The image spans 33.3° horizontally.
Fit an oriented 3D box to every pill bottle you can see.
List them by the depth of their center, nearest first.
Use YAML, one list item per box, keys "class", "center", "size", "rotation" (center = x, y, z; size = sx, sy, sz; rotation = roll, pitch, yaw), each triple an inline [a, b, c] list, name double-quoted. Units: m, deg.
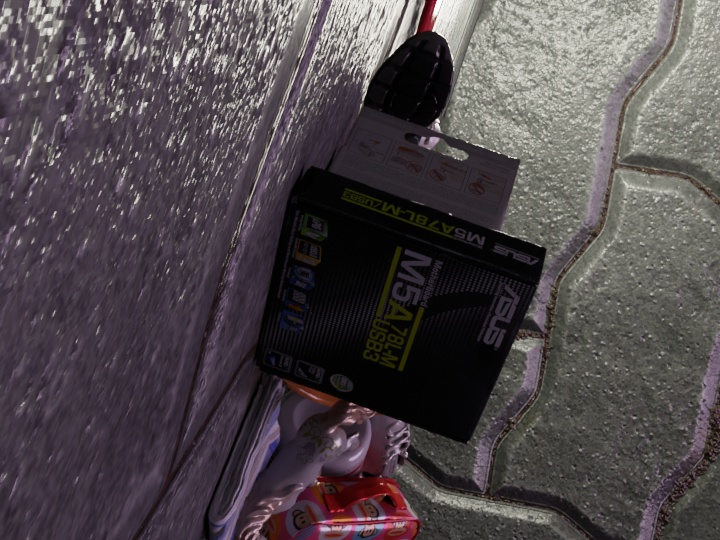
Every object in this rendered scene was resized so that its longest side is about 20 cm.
- class: "pill bottle"
  center: [-0.060, 0.231, 1.362]
  size: [0.113, 0.111, 0.201]
  rotation: [-67, 174, -47]

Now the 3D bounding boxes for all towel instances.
- class: "towel"
  center: [-0.108, 0.194, 1.141]
  size: [0.200, 0.024, 0.148]
  rotation: [102, 9, -65]

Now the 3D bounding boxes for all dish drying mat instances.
- class: "dish drying mat"
  center: [0.085, -0.317, 1.400]
  size: [0.077, 0.018, 0.201]
  rotation: [-64, 174, -56]

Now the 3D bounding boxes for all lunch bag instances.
- class: "lunch bag"
  center: [-0.034, 0.281, 1.271]
  size: [0.199, 0.082, 0.177]
  rotation: [12, 125, -46]

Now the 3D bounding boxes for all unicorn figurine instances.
- class: "unicorn figurine"
  center: [-0.060, 0.191, 1.104]
  size: [0.202, 0.073, 0.137]
  rotation: [-65, 169, 12]

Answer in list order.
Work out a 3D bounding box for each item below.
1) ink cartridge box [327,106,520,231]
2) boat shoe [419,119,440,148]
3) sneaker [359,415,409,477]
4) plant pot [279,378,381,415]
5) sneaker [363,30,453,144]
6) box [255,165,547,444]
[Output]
- class: "ink cartridge box"
  center: [0.044, -0.050, 1.045]
  size: [0.201, 0.159, 0.050]
  rotation: [-67, 175, -50]
- class: "boat shoe"
  center: [0.063, -0.172, 1.418]
  size: [0.200, 0.069, 0.071]
  rotation: [96, 16, -72]
- class: "sneaker"
  center: [0.031, 0.180, 1.363]
  size: [0.088, 0.074, 0.201]
  rotation: [65, -29, 25]
- class: "plant pot"
  center: [0.023, 0.036, 1.137]
  size: [0.201, 0.198, 0.142]
  rotation: [103, -9, -63]
- class: "sneaker"
  center: [0.029, -0.146, 1.166]
  size: [0.080, 0.075, 0.201]
  rotation: [-87, -160, -61]
- class: "box"
  center: [0.025, 0.033, 0.945]
  size: [0.048, 0.191, 0.201]
  rotation: [-64, 174, -46]
